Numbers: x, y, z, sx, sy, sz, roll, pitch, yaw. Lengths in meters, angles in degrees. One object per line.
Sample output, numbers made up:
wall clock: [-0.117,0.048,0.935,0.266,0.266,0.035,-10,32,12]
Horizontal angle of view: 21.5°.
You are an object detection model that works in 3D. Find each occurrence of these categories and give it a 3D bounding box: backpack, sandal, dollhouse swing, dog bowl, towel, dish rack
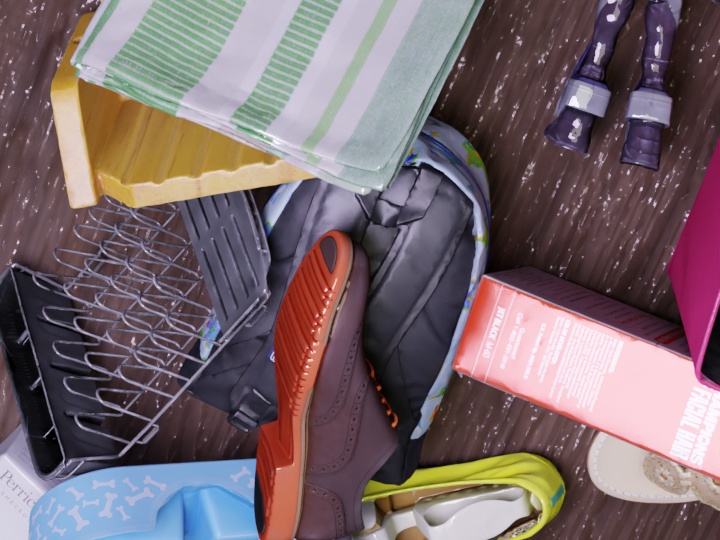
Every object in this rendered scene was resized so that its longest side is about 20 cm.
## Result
backpack: [0.000,0.000,1.141,0.162,0.154,0.201,22,128,3]
sandal: [0.246,0.115,1.180,0.209,0.070,0.079,-6,105,6]
dollhouse swing: [-0.080,-0.163,1.086,0.198,0.182,0.177,-8,118,7]
dog bowl: [-0.112,0.160,1.166,0.198,0.050,0.112,-1,147,-27]
towel: [-0.044,-0.138,1.040,0.198,0.023,0.154,22,75,17]
dish rack: [-0.135,0.015,1.136,0.054,0.154,0.200,15,130,-43]

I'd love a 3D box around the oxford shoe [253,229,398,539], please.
oxford shoe: [-0.012,0.067,1.080,0.072,0.071,0.202,3,122,-15]

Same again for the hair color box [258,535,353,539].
hair color box: [-0.051,0.258,1.177,0.061,0.102,0.201,4,135,-21]

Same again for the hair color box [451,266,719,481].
hair color box: [0.165,0.063,1.119,0.198,0.111,0.065,21,99,18]

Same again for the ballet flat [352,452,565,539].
ballet flat: [0.033,0.161,1.212,0.198,0.067,0.068,-14,103,9]

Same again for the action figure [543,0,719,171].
action figure: [0.165,-0.165,1.112,0.129,0.069,0.202,17,103,7]

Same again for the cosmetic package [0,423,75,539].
cosmetic package: [-0.255,0.202,1.245,0.102,0.074,0.200,44,106,-8]

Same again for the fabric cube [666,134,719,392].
fabric cube: [0.299,-0.028,1.069,0.198,0.200,0.198,18,108,-1]
